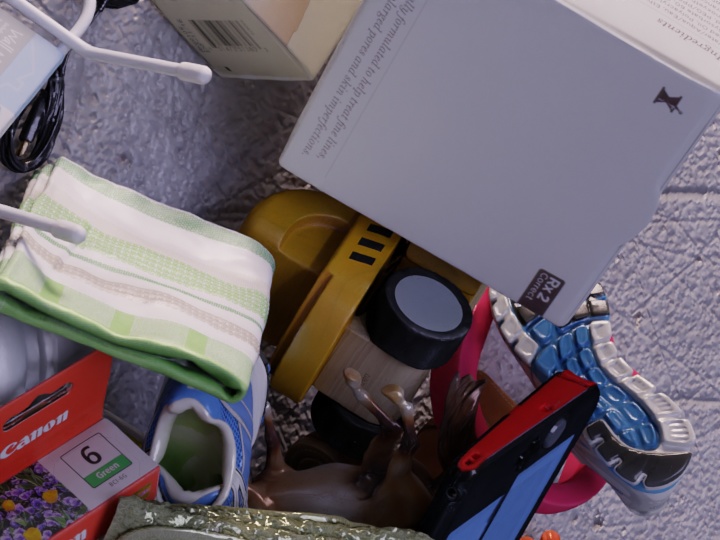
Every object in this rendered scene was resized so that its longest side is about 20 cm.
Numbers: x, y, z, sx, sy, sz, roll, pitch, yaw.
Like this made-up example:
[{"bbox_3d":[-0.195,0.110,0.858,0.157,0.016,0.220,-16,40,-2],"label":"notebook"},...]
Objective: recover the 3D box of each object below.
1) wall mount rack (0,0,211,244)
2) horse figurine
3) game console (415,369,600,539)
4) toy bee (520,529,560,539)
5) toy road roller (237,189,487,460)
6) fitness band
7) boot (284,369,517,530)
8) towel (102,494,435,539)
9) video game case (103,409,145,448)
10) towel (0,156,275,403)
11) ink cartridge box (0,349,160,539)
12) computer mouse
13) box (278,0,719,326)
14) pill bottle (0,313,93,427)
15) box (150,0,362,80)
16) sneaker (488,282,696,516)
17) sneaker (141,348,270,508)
[{"bbox_3d":[-0.187,-0.095,1.350,0.174,0.075,0.200,34,67,4],"label":"wall mount rack"},{"bbox_3d":[-0.016,0.118,1.484,0.050,0.200,0.133,-81,156,-52],"label":"horse figurine"},{"bbox_3d":[0.063,0.158,1.500,0.177,0.031,0.200,-35,155,-57],"label":"game console"},{"bbox_3d":[0.116,0.226,1.692,0.131,0.200,0.109,-12,73,-6],"label":"toy bee"},{"bbox_3d":[0.000,0.000,1.538,0.146,0.123,0.200,32,41,1],"label":"toy road roller"},{"bbox_3d":[0.113,0.070,1.655,0.144,0.037,0.200,41,44,-18],"label":"fitness band"},{"bbox_3d":[0.039,0.122,1.624,0.155,0.074,0.200,-55,136,-23],"label":"boot"},{"bbox_3d":[-0.060,0.191,1.392,0.200,0.036,0.148,10,125,-19],"label":"towel"},{"bbox_3d":[-0.200,0.152,1.446,0.200,0.023,0.182,35,72,-37],"label":"video game case"},{"bbox_3d":[-0.118,0.001,1.363,0.149,0.200,0.031,20,108,-6],"label":"towel"},{"bbox_3d":[-0.163,0.138,1.361,0.109,0.050,0.200,-33,151,-34],"label":"ink cartridge box"},{"bbox_3d":[-0.159,-0.148,1.449,0.200,0.034,0.059,-62,145,-11],"label":"computer mouse"},{"bbox_3d":[0.092,-0.111,1.456,0.200,0.199,0.131,30,39,-2],"label":"box"},{"bbox_3d":[-0.245,0.049,1.323,0.200,0.112,0.112,-6,99,-34],"label":"pill bottle"},{"bbox_3d":[-0.027,-0.213,1.512,0.078,0.095,0.200,46,64,-34],"label":"box"},{"bbox_3d":[0.138,0.074,1.608,0.075,0.200,0.087,-22,149,-12],"label":"sneaker"},{"bbox_3d":[-0.100,0.133,1.427,0.077,0.076,0.200,-57,154,-67],"label":"sneaker"}]
